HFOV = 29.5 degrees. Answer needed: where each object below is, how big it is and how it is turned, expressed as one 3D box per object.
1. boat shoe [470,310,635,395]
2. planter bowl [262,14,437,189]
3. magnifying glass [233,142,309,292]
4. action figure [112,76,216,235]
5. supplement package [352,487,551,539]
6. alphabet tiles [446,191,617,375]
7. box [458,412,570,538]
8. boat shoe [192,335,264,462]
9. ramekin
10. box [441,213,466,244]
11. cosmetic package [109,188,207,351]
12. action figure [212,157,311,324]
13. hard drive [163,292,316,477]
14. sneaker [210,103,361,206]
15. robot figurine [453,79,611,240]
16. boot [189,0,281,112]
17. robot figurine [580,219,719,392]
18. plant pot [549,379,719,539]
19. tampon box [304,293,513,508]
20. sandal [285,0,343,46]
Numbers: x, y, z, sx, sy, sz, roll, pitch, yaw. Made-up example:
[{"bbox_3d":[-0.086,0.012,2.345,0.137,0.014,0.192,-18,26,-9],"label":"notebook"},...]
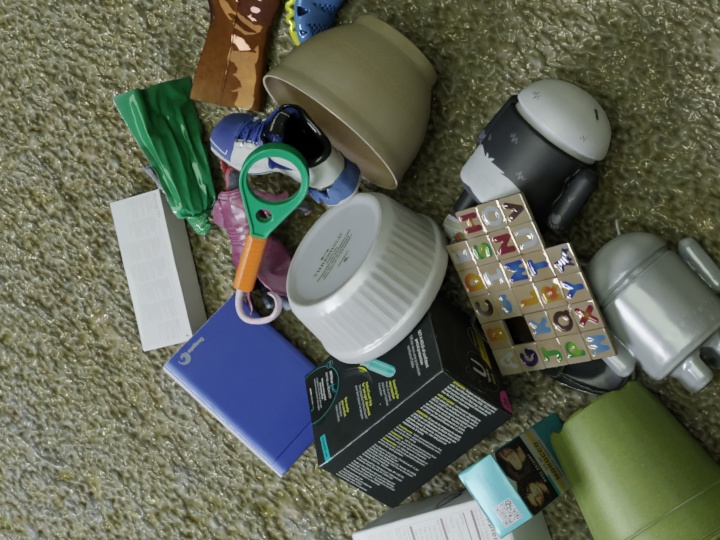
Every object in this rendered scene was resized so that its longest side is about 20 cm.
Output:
[{"bbox_3d":[0.219,0.092,1.581,0.199,0.068,0.072,28,106,18],"label":"boat shoe"},{"bbox_3d":[0.005,-0.209,1.595,0.200,0.200,0.135,37,82,17],"label":"planter bowl"},{"bbox_3d":[-0.113,-0.059,1.582,0.079,0.022,0.201,13,122,-9],"label":"magnifying glass"},{"bbox_3d":[-0.236,-0.139,1.757,0.055,0.118,0.201,-21,90,58],"label":"action figure"},{"bbox_3d":[0.112,0.328,1.625,0.199,0.117,0.118,-20,87,25],"label":"supplement package"},{"bbox_3d":[0.180,0.016,1.509,0.167,0.008,0.201,-16,102,47],"label":"alphabet tiles"},{"bbox_3d":[0.188,0.225,1.532,0.049,0.200,0.083,-39,79,27],"label":"box"},{"bbox_3d":[-0.158,0.162,1.747,0.201,0.062,0.073,66,158,9],"label":"boat shoe"},{"bbox_3d":[0.000,0.000,1.593,0.202,0.203,0.094,-39,123,23],"label":"ramekin"},{"bbox_3d":[0.182,-0.004,1.602,0.199,0.041,0.039,31,107,20],"label":"box"},{"bbox_3d":[-0.262,-0.002,1.801,0.082,0.051,0.201,-13,90,28],"label":"cosmetic package"},{"bbox_3d":[-0.143,-0.043,1.697,0.133,0.149,0.201,-13,104,31],"label":"action figure"},{"bbox_3d":[-0.128,0.141,1.708,0.200,0.025,0.132,42,68,5],"label":"hard drive"},{"bbox_3d":[-0.096,-0.157,1.606,0.199,0.115,0.081,24,71,30],"label":"sneaker"},{"bbox_3d":[0.194,-0.118,1.541,0.150,0.125,0.200,39,110,6],"label":"robot figurine"},{"bbox_3d":[-0.187,-0.316,1.742,0.187,0.068,0.201,17,110,15],"label":"boot"},{"bbox_3d":[0.323,0.039,1.500,0.169,0.113,0.200,-40,77,-11],"label":"robot figurine"},{"bbox_3d":[0.307,0.228,1.494,0.200,0.200,0.191,-39,71,23],"label":"plant pot"},{"bbox_3d":[0.054,0.147,1.596,0.200,0.126,0.150,-40,36,23],"label":"tampon box"},{"bbox_3d":[-0.036,-0.358,1.648,0.087,0.079,0.201,14,102,19],"label":"sandal"}]
